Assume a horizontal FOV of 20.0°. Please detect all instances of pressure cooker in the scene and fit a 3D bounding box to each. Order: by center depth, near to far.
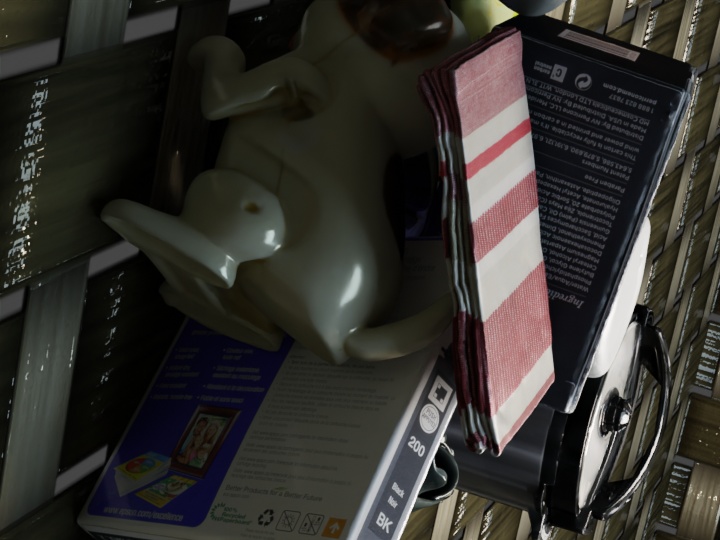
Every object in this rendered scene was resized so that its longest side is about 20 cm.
[{"bbox_3d":[0.131,0.096,1.537,0.179,0.199,0.177,-53,152,-50],"label":"pressure cooker"}]

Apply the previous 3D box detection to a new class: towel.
[{"bbox_3d":[0.069,-0.019,1.071,0.144,0.023,0.201,-37,122,-67],"label":"towel"}]

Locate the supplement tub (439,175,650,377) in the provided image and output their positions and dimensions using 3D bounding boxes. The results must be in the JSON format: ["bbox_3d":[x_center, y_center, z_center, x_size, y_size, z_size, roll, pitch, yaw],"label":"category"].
[{"bbox_3d":[0.092,-0.009,1.423,0.122,0.199,0.123,17,90,-75],"label":"supplement tub"}]

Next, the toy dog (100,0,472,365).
[{"bbox_3d":[-0.015,-0.065,1.085,0.201,0.193,0.140,-61,148,-15],"label":"toy dog"}]

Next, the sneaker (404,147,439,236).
[{"bbox_3d":[0.015,-0.104,1.248,0.080,0.077,0.201,44,47,-72],"label":"sneaker"}]

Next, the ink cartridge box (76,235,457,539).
[{"bbox_3d":[-0.037,0.071,1.124,0.043,0.197,0.201,48,56,-39],"label":"ink cartridge box"}]

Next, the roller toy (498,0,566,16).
[{"bbox_3d":[0.111,-0.250,1.221,0.200,0.139,0.183,-43,-165,48],"label":"roller toy"}]

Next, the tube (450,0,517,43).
[{"bbox_3d":[0.085,-0.216,1.352,0.052,0.058,0.201,113,-21,-72],"label":"tube"}]

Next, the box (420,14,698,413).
[{"bbox_3d":[0.114,-0.043,1.238,0.200,0.123,0.198,-43,151,-76],"label":"box"}]

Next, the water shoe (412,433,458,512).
[{"bbox_3d":[0.029,0.151,1.421,0.200,0.078,0.072,77,14,-77],"label":"water shoe"}]

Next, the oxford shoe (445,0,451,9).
[{"bbox_3d":[0.053,-0.146,1.397,0.084,0.073,0.200,-40,151,17],"label":"oxford shoe"}]
